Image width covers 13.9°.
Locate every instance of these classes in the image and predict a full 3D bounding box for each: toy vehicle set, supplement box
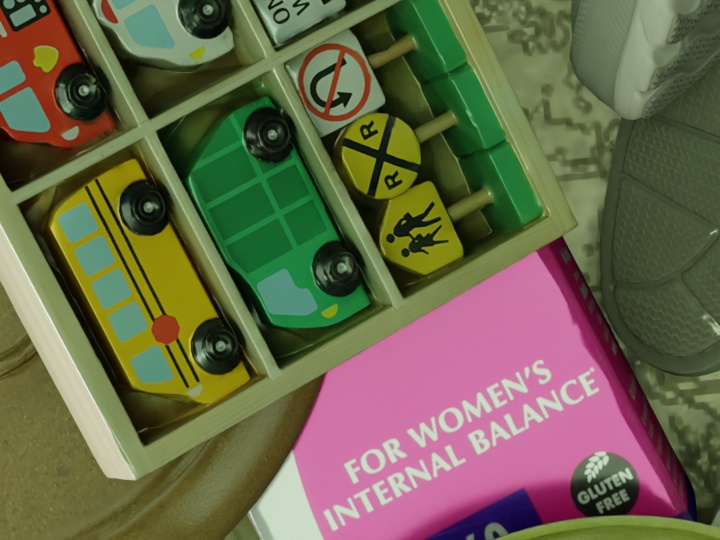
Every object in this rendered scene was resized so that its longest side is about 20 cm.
[{"bbox_3d":[-0.048,-0.069,0.669,0.124,0.026,0.201,-30,97,-19],"label":"toy vehicle set"},{"bbox_3d":[0.000,0.000,0.774,0.101,0.103,0.201,-28,89,6],"label":"supplement box"}]

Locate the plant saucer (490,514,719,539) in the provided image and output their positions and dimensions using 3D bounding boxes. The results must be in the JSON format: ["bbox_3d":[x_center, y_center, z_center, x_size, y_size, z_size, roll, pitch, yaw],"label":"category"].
[{"bbox_3d":[0.053,0.156,0.714,0.199,0.031,0.202,-2,98,-17],"label":"plant saucer"}]

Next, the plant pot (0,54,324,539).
[{"bbox_3d":[-0.098,-0.006,0.690,0.199,0.027,0.202,-1,92,-13],"label":"plant pot"}]

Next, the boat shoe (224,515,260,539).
[{"bbox_3d":[-0.080,0.058,0.770,0.072,0.072,0.201,-40,123,-27],"label":"boat shoe"}]

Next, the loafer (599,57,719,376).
[{"bbox_3d":[0.123,-0.066,0.773,0.072,0.063,0.201,29,113,31],"label":"loafer"}]

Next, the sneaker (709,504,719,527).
[{"bbox_3d":[0.148,0.071,0.772,0.104,0.075,0.201,30,93,9],"label":"sneaker"}]

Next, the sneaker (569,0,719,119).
[{"bbox_3d":[0.066,-0.135,0.704,0.082,0.075,0.201,18,121,28],"label":"sneaker"}]
